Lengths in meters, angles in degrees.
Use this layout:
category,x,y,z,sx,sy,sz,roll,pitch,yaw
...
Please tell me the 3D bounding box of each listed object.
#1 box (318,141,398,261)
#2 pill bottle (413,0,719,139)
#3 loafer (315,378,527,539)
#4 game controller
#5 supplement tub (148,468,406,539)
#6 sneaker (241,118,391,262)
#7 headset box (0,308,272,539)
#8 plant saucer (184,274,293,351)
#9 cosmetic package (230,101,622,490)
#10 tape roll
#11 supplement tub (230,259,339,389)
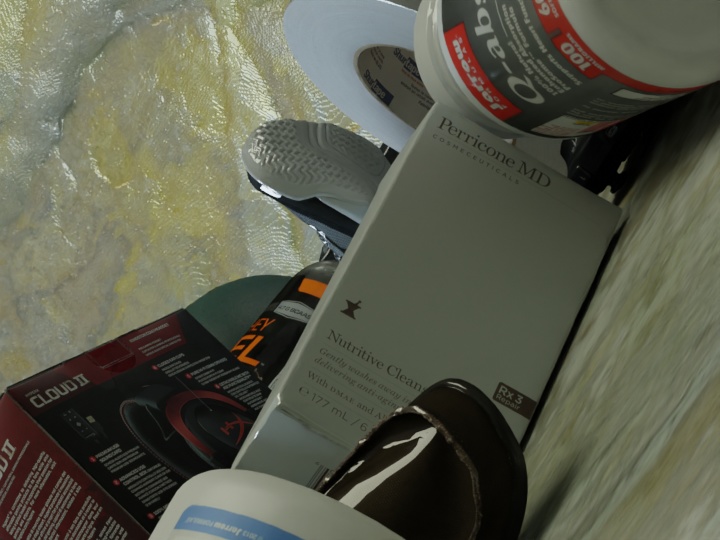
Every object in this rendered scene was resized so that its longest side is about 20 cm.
category,x,y,z,sx,sy,sz,roll,pitch,yaw
box,0.064,-0.069,1.738,0.201,0.106,0.122,-59,3,3
pill bottle,0.103,-0.123,1.135,0.116,0.116,0.200,-60,13,-17
loafer,-0.005,0.125,0.975,0.071,0.073,0.200,-14,-35,-51
game controller,0.166,-0.123,1.236,0.104,0.042,0.200,-38,-16,-54
supplement tub,-0.051,0.183,0.855,0.201,0.132,0.132,-61,3,-22
sneaker,0.000,0.000,1.304,0.114,0.200,0.076,-52,37,20
headset box,-0.090,0.112,1.214,0.148,0.200,0.075,-27,-26,-54
plant saucer,-0.052,0.105,1.502,0.039,0.201,0.202,12,68,53
cosmetic package,0.033,0.032,1.154,0.200,0.113,0.081,-64,4,-36
tape roll,0.057,-0.123,1.410,0.066,0.200,0.200,-61,3,-18
supplement tub,-0.025,0.081,1.418,0.200,0.122,0.123,-50,-1,-20
